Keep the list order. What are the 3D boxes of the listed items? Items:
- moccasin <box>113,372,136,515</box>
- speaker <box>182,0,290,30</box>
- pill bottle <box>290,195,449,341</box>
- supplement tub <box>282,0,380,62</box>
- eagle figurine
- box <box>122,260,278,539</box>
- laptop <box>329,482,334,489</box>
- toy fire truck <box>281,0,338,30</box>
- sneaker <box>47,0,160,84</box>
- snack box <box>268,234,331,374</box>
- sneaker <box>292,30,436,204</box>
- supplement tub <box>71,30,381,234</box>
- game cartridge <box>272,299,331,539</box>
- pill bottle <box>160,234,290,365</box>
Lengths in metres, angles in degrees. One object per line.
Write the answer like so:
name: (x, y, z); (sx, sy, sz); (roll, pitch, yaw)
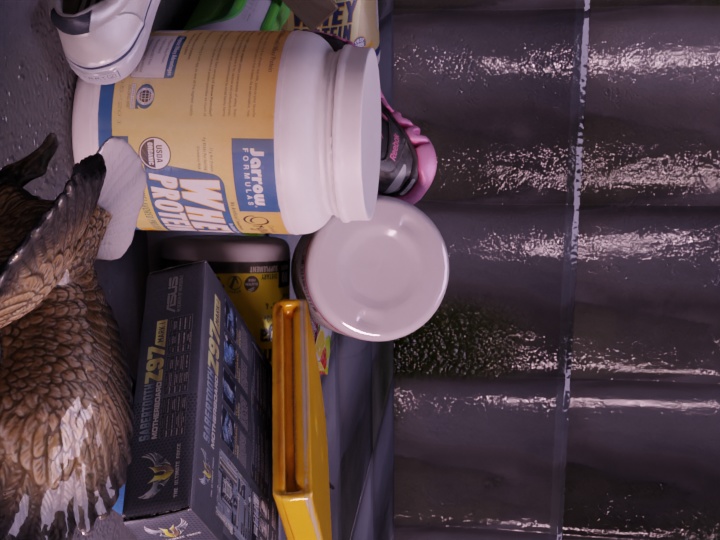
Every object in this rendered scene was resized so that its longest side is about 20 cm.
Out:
moccasin: (-0.158, 0.119, 0.785); (0.200, 0.080, 0.068); (84, 6, -52)
speaker: (-0.117, -0.220, 0.996); (0.200, 0.088, 0.089); (-78, 168, -52)
pill bottle: (0.000, 0.000, 0.923); (0.200, 0.113, 0.114); (176, -84, -81)
supplement tub: (-0.051, -0.328, 1.251); (0.145, 0.144, 0.201); (-76, 166, -58)
eagle figurine: (-0.158, 0.012, 0.504); (0.151, 0.200, 0.152); (-52, 136, 7)
box: (-0.105, 0.118, 0.763); (0.158, 0.051, 0.201); (66, 15, -48)
laptop: (-0.092, 0.116, 1.118); (0.177, 0.103, 0.201); (73, 13, -69)
toy fire truck: (-0.057, -0.297, 0.913); (0.200, 0.175, 0.129); (0, 71, -71)
sneaker: (-0.157, -0.224, 0.727); (0.071, 0.073, 0.201); (84, 11, -65)
snack box: (-0.078, 0.026, 1.422); (0.200, 0.067, 0.169); (78, 16, -65)
sneaker: (-0.024, -0.133, 0.898); (0.095, 0.200, 0.079); (-5, 137, -49)
supplement tub: (-0.090, -0.099, 0.782); (0.145, 0.199, 0.145); (2, 90, -82)
game cartridge: (-0.046, 0.152, 0.884); (0.200, 0.032, 0.177); (86, 0, -51)
pill bottle: (-0.118, 0.071, 0.944); (0.112, 0.112, 0.201); (-32, 123, -81)
